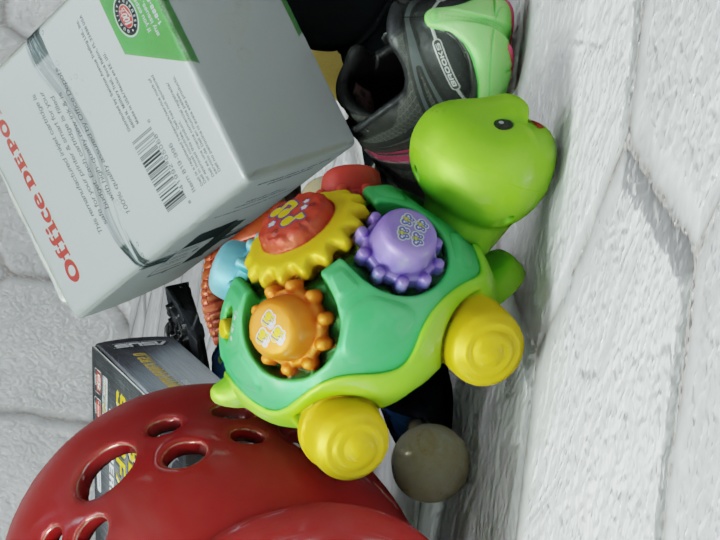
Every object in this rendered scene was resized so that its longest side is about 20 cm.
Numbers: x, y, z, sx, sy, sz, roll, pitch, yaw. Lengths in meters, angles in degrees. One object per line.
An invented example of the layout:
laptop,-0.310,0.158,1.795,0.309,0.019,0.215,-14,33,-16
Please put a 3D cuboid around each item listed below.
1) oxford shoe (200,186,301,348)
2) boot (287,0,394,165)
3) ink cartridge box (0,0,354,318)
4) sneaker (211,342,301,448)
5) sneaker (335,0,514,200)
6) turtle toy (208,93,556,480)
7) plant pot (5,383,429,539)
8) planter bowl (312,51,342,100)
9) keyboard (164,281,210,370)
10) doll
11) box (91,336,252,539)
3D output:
oxford shoe,-0.052,-0.016,1.631,0.073,0.071,0.201,-7,-93,-65
boot,-0.023,-0.133,1.603,0.076,0.168,0.201,-101,21,-63
ink cartridge box,-0.113,-0.082,1.538,0.200,0.083,0.147,-34,80,49
sneaker,-0.048,0.069,1.514,0.105,0.076,0.200,63,167,10
sneaker,0.025,-0.089,1.516,0.200,0.084,0.077,112,167,-56
turtle toy,0.010,-0.002,1.316,0.101,0.200,0.146,58,174,-27
plant pot,-0.055,0.174,1.327,0.182,0.200,0.201,-141,59,-63
planter bowl,0.005,-0.169,1.751,0.200,0.083,0.201,-171,90,-81
keyboard,-0.088,0.102,1.605,0.127,0.021,0.201,-117,18,-70
doll,0.019,0.042,1.464,0.137,0.048,0.200,77,175,-45
box,-0.095,0.152,1.491,0.158,0.048,0.201,-144,51,-63
